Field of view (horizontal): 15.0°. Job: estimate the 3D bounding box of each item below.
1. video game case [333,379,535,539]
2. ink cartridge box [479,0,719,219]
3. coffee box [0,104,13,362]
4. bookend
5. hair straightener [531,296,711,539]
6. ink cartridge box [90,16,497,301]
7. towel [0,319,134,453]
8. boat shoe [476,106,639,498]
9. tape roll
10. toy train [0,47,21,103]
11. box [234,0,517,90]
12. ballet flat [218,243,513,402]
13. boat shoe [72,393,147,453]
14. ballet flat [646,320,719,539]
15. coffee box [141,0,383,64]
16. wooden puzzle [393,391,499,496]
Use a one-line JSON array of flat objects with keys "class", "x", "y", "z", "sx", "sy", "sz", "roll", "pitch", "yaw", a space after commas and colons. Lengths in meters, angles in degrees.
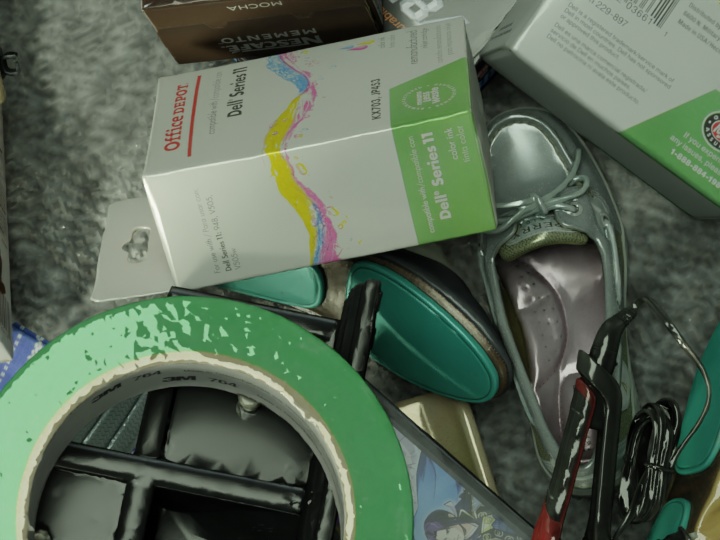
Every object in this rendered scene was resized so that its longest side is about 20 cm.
[{"class": "video game case", "x": -0.008, "y": 0.175, "z": 1.325, "sx": 0.181, "sy": 0.026, "sz": 0.200, "roll": 41, "pitch": 79, "yaw": 11}, {"class": "ink cartridge box", "x": 0.177, "y": -0.146, "z": 1.353, "sx": 0.145, "sy": 0.088, "sz": 0.200, "roll": 35, "pitch": 86, "yaw": -7}, {"class": "coffee box", "x": -0.246, "y": -0.048, "z": 1.413, "sx": 0.114, "sy": 0.080, "sz": 0.201, "roll": -11, "pitch": 62, "yaw": 6}, {"class": "bookend", "x": -0.104, "y": 0.091, "z": 1.285, "sx": 0.198, "sy": 0.092, "sz": 0.201, "roll": 12, "pitch": 75, "yaw": 1}, {"class": "hair straightener", "x": 0.123, "y": 0.112, "z": 1.294, "sx": 0.077, "sy": 0.041, "sz": 0.201, "roll": 14, "pitch": 85, "yaw": -5}, {"class": "ink cartridge box", "x": -0.039, "y": -0.054, "z": 1.326, "sx": 0.199, "sy": 0.117, "sz": 0.068, "roll": -12, "pitch": 117, "yaw": 6}, {"class": "towel", "x": -0.212, "y": 0.089, "z": 1.423, "sx": 0.199, "sy": 0.024, "sz": 0.145, "roll": 28, "pitch": 84, "yaw": 15}, {"class": "boat shoe", "x": 0.098, "y": 0.011, "z": 1.363, "sx": 0.074, "sy": 0.065, "sz": 0.203, "roll": -9, "pitch": 76, "yaw": 8}, {"class": "tape roll", "x": -0.077, "y": 0.113, "z": 1.207, "sx": 0.199, "sy": 0.048, "sz": 0.201, "roll": 1, "pitch": 75, "yaw": -2}, {"class": "toy train", "x": -0.267, "y": -0.090, "z": 1.363, "sx": 0.199, "sy": 0.046, "sz": 0.034, "roll": -6, "pitch": 113, "yaw": 12}, {"class": "box", "x": 0.007, "y": -0.178, "z": 1.435, "sx": 0.200, "sy": 0.050, "sz": 0.199, "roll": 43, "pitch": 86, "yaw": 17}, {"class": "ballet flat", "x": 0.000, "y": 0.000, "z": 1.385, "sx": 0.199, "sy": 0.073, "sz": 0.073, "roll": 23, "pitch": 82, "yaw": 20}, {"class": "boat shoe", "x": -0.180, "y": 0.096, "z": 1.373, "sx": 0.200, "sy": 0.074, "sz": 0.067, "roll": -49, "pitch": 37, "yaw": -14}, {"class": "ballet flat", "x": 0.178, "y": 0.112, "z": 1.335, "sx": 0.063, "sy": 0.069, "sz": 0.201, "roll": 23, "pitch": 83, "yaw": -13}, {"class": "coffee box", "x": -0.052, "y": -0.216, "z": 1.389, "sx": 0.112, "sy": 0.080, "sz": 0.201, "roll": -5, "pitch": 74, "yaw": 9}, {"class": "wooden puzzle", "x": -0.018, "y": 0.169, "z": 1.355, "sx": 0.199, "sy": 0.037, "sz": 0.186, "roll": -17, "pitch": 75, "yaw": 1}]
